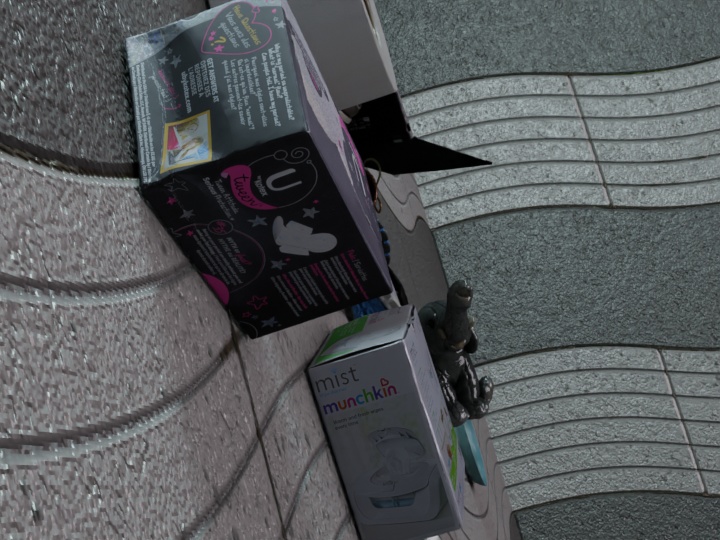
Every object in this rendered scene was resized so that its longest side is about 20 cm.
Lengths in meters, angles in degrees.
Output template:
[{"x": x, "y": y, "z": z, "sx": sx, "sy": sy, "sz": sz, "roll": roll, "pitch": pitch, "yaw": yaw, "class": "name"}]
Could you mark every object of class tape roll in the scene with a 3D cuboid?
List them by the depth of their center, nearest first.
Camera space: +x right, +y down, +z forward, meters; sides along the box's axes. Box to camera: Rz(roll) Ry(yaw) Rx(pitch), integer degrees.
[{"x": -0.059, "y": -0.251, "z": 1.182, "sx": 0.203, "sy": 0.138, "sz": 0.204, "roll": -17, "pitch": 90, "yaw": -83, "class": "tape roll"}]

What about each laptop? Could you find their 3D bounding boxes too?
[{"x": 0.028, "y": -0.192, "z": 1.435, "sx": 0.187, "sy": 0.116, "sz": 0.201, "roll": -1, "pitch": -66, "yaw": 51, "class": "laptop"}]

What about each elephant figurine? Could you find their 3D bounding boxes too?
[{"x": 0.109, "y": 0.098, "z": 1.623, "sx": 0.141, "sy": 0.154, "sz": 0.202, "roll": -34, "pitch": 116, "yaw": -62, "class": "elephant figurine"}]

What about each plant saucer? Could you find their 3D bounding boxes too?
[{"x": 0.197, "y": 0.311, "z": 2.273, "sx": 0.200, "sy": 0.027, "sz": 0.202, "roll": -17, "pitch": 90, "yaw": -83, "class": "plant saucer"}]

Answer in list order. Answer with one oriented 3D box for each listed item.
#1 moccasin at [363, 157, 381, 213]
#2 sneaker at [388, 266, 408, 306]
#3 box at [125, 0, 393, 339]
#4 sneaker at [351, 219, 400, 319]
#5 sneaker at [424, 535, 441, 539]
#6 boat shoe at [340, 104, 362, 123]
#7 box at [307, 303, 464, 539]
[{"x": -0.008, "y": -0.092, "z": 1.437, "sx": 0.201, "sy": 0.077, "sz": 0.074, "roll": 32, "pitch": 42, "yaw": -79, "class": "moccasin"}, {"x": 0.038, "y": 0.057, "z": 1.533, "sx": 0.104, "sy": 0.060, "sz": 0.201, "roll": 60, "pitch": 10, "yaw": -66, "class": "sneaker"}, {"x": -0.063, "y": -0.068, "z": 0.814, "sx": 0.200, "sy": 0.114, "sz": 0.133, "roll": 63, "pitch": 12, "yaw": -56, "class": "box"}, {"x": 0.000, "y": 0.000, "z": 1.379, "sx": 0.087, "sy": 0.074, "sz": 0.201, "roll": -115, "pitch": -172, "yaw": -56, "class": "sneaker"}, {"x": 0.069, "y": 0.341, "z": 1.111, "sx": 0.201, "sy": 0.075, "sz": 0.116, "roll": 61, "pitch": 20, "yaw": -23, "class": "sneaker"}, {"x": -0.055, "y": -0.253, "z": 1.327, "sx": 0.200, "sy": 0.059, "sz": 0.072, "roll": 52, "pitch": 3, "yaw": -19, "class": "boat shoe"}, {"x": 0.032, "y": 0.139, "z": 1.128, "sx": 0.200, "sy": 0.096, "sz": 0.178, "roll": -57, "pitch": 128, "yaw": -80, "class": "box"}]
